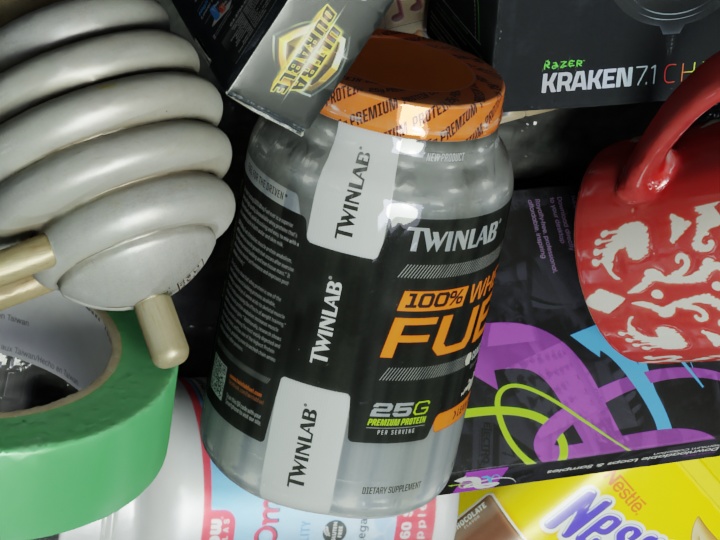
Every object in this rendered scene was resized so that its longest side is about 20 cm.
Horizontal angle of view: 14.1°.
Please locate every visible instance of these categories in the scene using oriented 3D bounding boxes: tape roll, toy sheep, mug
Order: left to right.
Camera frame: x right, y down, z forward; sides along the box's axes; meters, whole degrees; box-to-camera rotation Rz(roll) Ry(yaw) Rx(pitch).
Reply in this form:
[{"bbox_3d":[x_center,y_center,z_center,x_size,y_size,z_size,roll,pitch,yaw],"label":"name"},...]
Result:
[{"bbox_3d":[-0.181,0.048,1.296,0.199,0.201,0.048,-1,118,-20],"label":"tape roll"},{"bbox_3d":[-0.121,-0.049,1.293,0.137,0.138,0.201,-20,83,-9],"label":"toy sheep"},{"bbox_3d":[0.202,-0.039,1.336,0.133,0.199,0.178,-41,115,-47],"label":"mug"}]

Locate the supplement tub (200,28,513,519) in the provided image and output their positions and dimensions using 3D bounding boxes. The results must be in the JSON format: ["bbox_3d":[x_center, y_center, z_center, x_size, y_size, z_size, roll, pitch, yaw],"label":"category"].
[{"bbox_3d":[0.000,0.000,1.317,0.122,0.123,0.201,1,115,-21],"label":"supplement tub"}]

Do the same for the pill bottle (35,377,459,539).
[{"bbox_3d":[-0.060,0.107,1.430,0.199,0.109,0.109,0,118,-20],"label":"pill bottle"}]

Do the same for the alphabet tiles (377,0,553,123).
[{"bbox_3d":[0.072,-0.147,1.397,0.199,0.008,0.168,-15,123,-12],"label":"alphabet tiles"}]

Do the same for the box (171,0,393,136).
[{"bbox_3d":[-0.009,-0.179,1.256,0.046,0.159,0.201,26,106,-29],"label":"box"}]

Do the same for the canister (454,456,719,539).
[{"bbox_3d":[0.112,0.143,1.530,0.200,0.087,0.149,-39,125,6],"label":"canister"}]

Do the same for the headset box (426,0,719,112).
[{"bbox_3d":[0.131,-0.187,1.336,0.173,0.093,0.201,-5,119,-19],"label":"headset box"}]

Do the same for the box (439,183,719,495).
[{"bbox_3d":[0.117,0.027,1.439,0.199,0.144,0.036,-6,160,-18],"label":"box"}]
